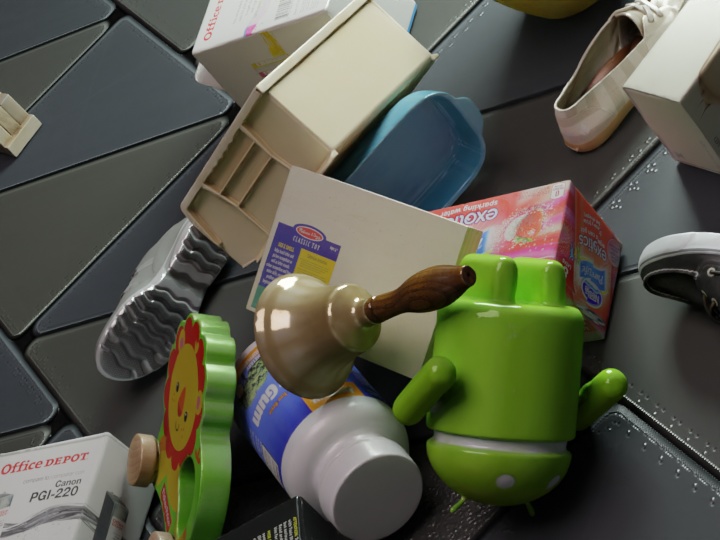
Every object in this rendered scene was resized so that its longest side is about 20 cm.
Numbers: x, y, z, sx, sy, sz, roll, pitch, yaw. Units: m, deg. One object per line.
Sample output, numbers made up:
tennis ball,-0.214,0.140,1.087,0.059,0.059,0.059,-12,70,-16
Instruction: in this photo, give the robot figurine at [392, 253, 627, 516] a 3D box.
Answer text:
robot figurine,0.111,0.089,1.582,0.116,0.175,0.201,7,92,64

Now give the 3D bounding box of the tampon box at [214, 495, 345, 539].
tampon box,-0.083,0.298,1.573,0.199,0.150,0.127,-29,38,18

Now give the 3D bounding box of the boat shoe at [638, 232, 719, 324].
boat shoe,0.294,0.013,1.577,0.199,0.069,0.057,3,57,41

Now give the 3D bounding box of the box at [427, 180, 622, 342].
box,0.107,0.008,1.728,0.199,0.095,0.103,-11,49,35

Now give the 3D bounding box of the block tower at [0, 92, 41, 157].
block tower,-0.467,-0.186,2.476,0.200,0.058,0.054,16,66,48

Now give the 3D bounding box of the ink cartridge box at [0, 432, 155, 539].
ink cartridge box,-0.281,0.257,1.851,0.145,0.085,0.201,-13,44,33

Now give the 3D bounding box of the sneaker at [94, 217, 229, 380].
sneaker,-0.198,0.029,2.024,0.200,0.075,0.082,-54,23,-24

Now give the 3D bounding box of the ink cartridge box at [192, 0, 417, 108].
ink cartridge box,-0.067,-0.246,2.110,0.199,0.125,0.129,-12,46,34

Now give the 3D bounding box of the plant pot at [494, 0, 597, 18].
plant pot,0.173,-0.325,1.954,0.199,0.142,0.201,-25,41,23

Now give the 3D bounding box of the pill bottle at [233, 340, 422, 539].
pill bottle,-0.027,0.138,1.711,0.112,0.112,0.200,-44,36,-1

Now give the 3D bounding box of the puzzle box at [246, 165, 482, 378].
puzzle box,0.000,0.000,1.715,0.200,0.025,0.134,22,95,37

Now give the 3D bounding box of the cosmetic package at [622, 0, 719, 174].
cosmetic package,0.321,-0.191,1.722,0.073,0.104,0.200,22,71,50

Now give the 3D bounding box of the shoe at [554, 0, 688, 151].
shoe,0.242,-0.196,1.838,0.200,0.053,0.070,-52,38,-12

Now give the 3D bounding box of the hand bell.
hand bell,0.017,0.027,1.588,0.200,0.104,0.104,-23,39,46

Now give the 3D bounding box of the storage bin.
storage bin,-0.049,-0.127,1.895,0.200,0.094,0.199,-48,-2,-44

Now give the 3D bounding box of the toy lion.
toy lion,-0.142,0.145,1.763,0.200,0.068,0.192,-107,31,-50

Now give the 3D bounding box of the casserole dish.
casserole dish,0.030,-0.081,1.861,0.200,0.121,0.039,-47,46,-5
